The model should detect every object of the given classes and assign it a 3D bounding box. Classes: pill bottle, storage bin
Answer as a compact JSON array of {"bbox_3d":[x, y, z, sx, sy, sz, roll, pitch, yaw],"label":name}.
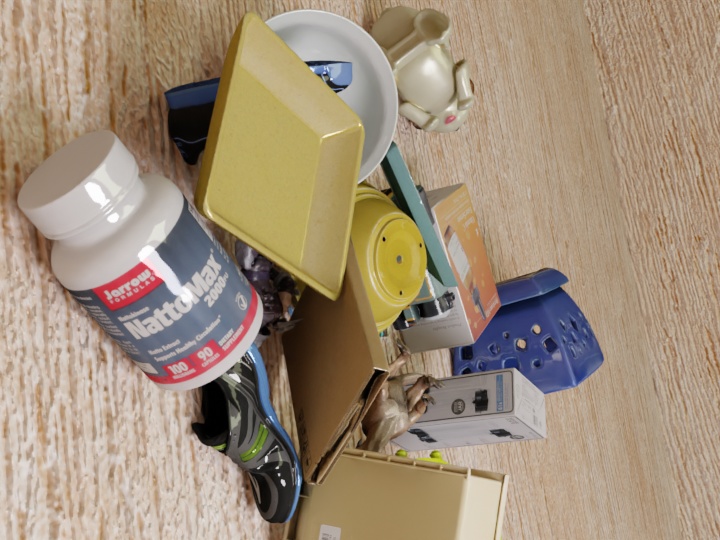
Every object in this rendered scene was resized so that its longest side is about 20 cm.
[{"bbox_3d":[-0.177,-0.007,0.727,0.200,0.119,0.120,56,34,-35],"label":"pill bottle"},{"bbox_3d":[0.024,0.283,0.874,0.094,0.197,0.202,28,68,-57],"label":"storage bin"}]

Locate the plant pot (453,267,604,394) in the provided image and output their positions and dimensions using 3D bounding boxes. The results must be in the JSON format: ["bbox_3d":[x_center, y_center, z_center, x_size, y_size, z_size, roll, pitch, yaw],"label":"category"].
[{"bbox_3d":[0.255,0.103,1.439,0.200,0.199,0.181,-12,84,-62],"label":"plant pot"}]

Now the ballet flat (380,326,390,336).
[{"bbox_3d":[0.000,0.000,1.111,0.200,0.070,0.071,56,35,-32],"label":"ballet flat"}]

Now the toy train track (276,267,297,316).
[{"bbox_3d":[-0.044,0.081,1.041,0.201,0.032,0.115,64,30,-24],"label":"toy train track"}]

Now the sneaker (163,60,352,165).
[{"bbox_3d":[-0.097,-0.164,0.911,0.070,0.199,0.078,-143,-140,-64],"label":"sneaker"}]

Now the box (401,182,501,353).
[{"bbox_3d":[0.111,-0.006,1.295,0.152,0.106,0.201,-40,115,-60],"label":"box"}]

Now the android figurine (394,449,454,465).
[{"bbox_3d":[0.079,0.295,0.992,0.181,0.041,0.201,4,59,-23],"label":"android figurine"}]

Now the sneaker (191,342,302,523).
[{"bbox_3d":[-0.116,0.156,0.854,0.083,0.070,0.201,-32,113,-37],"label":"sneaker"}]

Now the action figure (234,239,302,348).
[{"bbox_3d":[-0.107,-0.011,0.906,0.130,0.069,0.202,0,95,-62],"label":"action figure"}]

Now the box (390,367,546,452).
[{"bbox_3d":[0.124,0.182,1.144,0.117,0.199,0.061,37,47,-50],"label":"box"}]

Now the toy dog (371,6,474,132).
[{"bbox_3d":[0.093,-0.288,1.357,0.200,0.139,0.194,46,5,-44],"label":"toy dog"}]

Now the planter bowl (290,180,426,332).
[{"bbox_3d":[0.018,-0.012,1.027,0.200,0.083,0.202,1,88,-47],"label":"planter bowl"}]

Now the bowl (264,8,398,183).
[{"bbox_3d":[-0.065,-0.185,1.001,0.200,0.090,0.203,-3,99,-21],"label":"bowl"}]

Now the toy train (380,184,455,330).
[{"bbox_3d":[0.052,-0.018,1.178,0.085,0.113,0.201,-39,114,-59],"label":"toy train"}]

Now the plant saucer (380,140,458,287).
[{"bbox_3d":[0.064,-0.068,1.071,0.201,0.019,0.070,65,-7,-26],"label":"plant saucer"}]

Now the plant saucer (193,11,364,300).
[{"bbox_3d":[-0.077,-0.096,0.823,0.200,0.048,0.201,37,54,-50],"label":"plant saucer"}]

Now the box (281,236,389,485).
[{"bbox_3d":[-0.031,0.081,0.884,0.021,0.164,0.201,13,36,-23],"label":"box"}]

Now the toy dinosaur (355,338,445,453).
[{"bbox_3d":[0.021,0.167,1.045,0.086,0.136,0.200,37,24,2],"label":"toy dinosaur"}]
